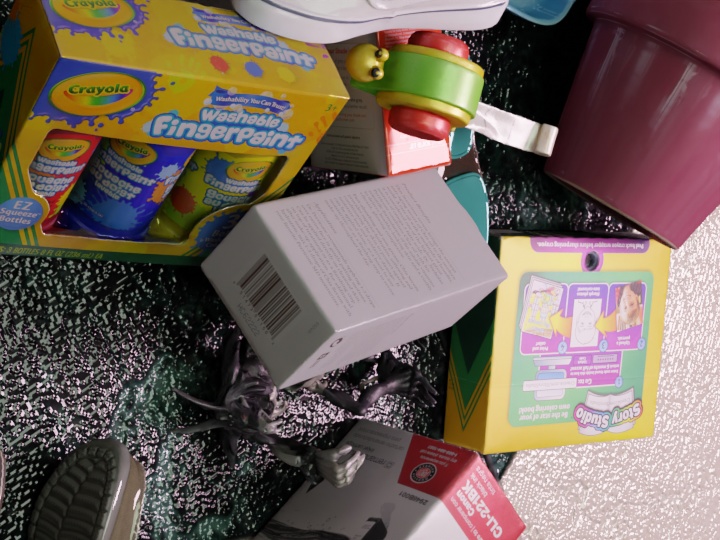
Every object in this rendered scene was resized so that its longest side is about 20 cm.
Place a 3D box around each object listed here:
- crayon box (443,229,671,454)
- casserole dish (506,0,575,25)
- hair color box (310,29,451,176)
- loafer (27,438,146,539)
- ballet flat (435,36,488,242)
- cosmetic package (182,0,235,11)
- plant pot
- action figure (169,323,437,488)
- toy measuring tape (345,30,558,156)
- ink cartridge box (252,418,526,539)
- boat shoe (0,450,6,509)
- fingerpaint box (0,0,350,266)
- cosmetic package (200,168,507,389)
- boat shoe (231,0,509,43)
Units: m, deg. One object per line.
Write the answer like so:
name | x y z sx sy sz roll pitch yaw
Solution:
crayon box | 0.164 0.056 1.241 0.199 0.058 0.174 0 98 -37
casserole dish | 0.103 -0.268 1.158 0.199 0.039 0.122 22 83 -38
hair color box | 0.005 -0.172 1.057 0.061 0.101 0.201 -14 106 -33
loafer | -0.181 0.210 0.998 0.069 0.075 0.201 13 94 -49
ballet flat | 0.056 -0.077 1.131 0.068 0.067 0.202 -11 104 -41
cosmetic package | -0.095 -0.234 0.983 0.050 0.082 0.201 -28 114 -30
plant pot | 0.245 -0.125 1.205 0.199 0.200 0.180 28 95 -37
action figure | -0.032 0.083 1.068 0.199 0.102 0.120 -18 119 -36
toy measuring tape | 0.075 -0.112 1.011 0.199 0.073 0.074 17 86 -35
ink cartridge box | -0.002 0.215 1.082 0.200 0.144 0.084 -47 120 -23
boat shoe | -0.256 0.199 0.933 0.059 0.072 0.201 15 91 -44
fingerpaint box | -0.134 -0.083 0.923 0.199 0.074 0.167 4 138 -38
cosmetic package | 0.000 0.000 1.016 0.199 0.071 0.102 -15 67 -50
boat shoe | 0.013 -0.193 0.949 0.199 0.074 0.066 -11 143 -31
